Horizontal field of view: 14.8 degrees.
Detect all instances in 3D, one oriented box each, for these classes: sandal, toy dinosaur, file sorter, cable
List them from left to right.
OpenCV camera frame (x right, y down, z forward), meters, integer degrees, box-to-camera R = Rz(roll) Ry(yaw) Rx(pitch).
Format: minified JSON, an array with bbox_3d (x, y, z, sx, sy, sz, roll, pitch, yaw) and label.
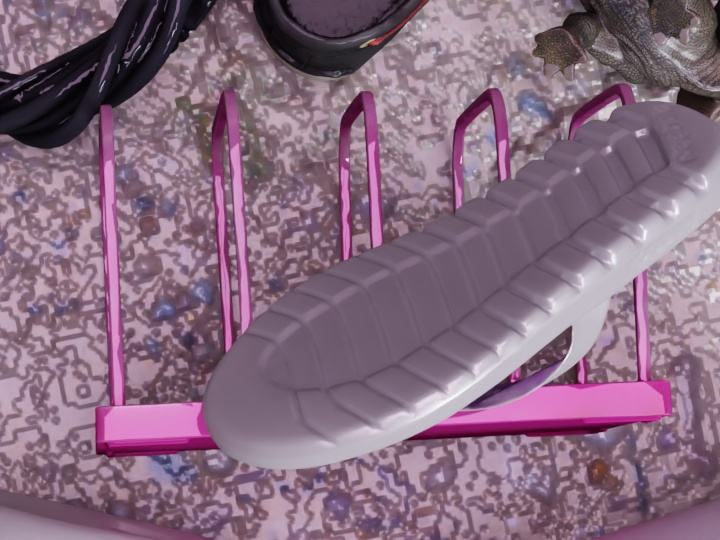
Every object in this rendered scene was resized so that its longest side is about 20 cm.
[{"bbox_3d":[-0.121,-0.141,1.046,0.163,0.051,0.200,36,89,9],"label":"cable"},{"bbox_3d":[0.000,0.000,1.023,0.199,0.139,0.126,-2,85,-6],"label":"file sorter"},{"bbox_3d":[0.044,0.016,0.928,0.202,0.082,0.050,-31,130,-10],"label":"sandal"},{"bbox_3d":[0.101,-0.123,1.063,0.077,0.102,0.200,-32,84,22],"label":"toy dinosaur"}]

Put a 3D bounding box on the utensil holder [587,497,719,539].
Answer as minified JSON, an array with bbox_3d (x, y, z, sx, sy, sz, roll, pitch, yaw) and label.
[{"bbox_3d":[0.109,0.174,1.012,0.199,0.170,0.171,-15,90,-4],"label":"utensil holder"}]

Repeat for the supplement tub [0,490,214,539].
[{"bbox_3d":[-0.122,0.186,0.999,0.144,0.144,0.201,12,87,-5],"label":"supplement tub"}]

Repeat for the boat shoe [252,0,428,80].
[{"bbox_3d":[0.032,-0.162,1.069,0.074,0.063,0.202,36,84,-1],"label":"boat shoe"}]
